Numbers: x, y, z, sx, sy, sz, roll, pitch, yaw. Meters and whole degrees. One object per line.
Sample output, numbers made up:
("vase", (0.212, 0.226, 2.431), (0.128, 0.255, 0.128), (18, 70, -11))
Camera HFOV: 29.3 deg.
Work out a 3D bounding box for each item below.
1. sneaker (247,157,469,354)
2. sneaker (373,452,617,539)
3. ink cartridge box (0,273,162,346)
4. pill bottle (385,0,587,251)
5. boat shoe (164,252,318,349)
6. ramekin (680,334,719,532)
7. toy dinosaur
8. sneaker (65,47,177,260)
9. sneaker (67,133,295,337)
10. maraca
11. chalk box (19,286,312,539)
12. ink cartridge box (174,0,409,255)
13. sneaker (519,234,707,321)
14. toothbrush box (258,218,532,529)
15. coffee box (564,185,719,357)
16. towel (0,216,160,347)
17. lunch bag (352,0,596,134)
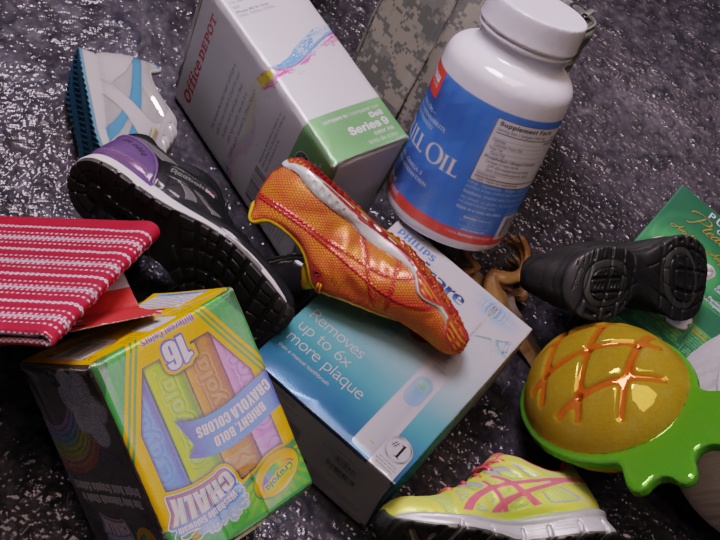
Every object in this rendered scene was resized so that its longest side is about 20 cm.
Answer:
("sneaker", (0.000, 0.000, 1.061), (0.200, 0.077, 0.073), (41, 8, 0))
("sneaker", (0.097, 0.185, 1.072), (0.199, 0.078, 0.091), (5, 49, -25))
("ink cartridge box", (-0.243, 0.019, 0.970), (0.160, 0.200, 0.051), (-12, 95, -23))
("pill bottle", (0.104, -0.126, 1.120), (0.111, 0.201, 0.112), (18, 28, -10))
("boat shoe", (-0.105, 0.032, 1.095), (0.199, 0.068, 0.072), (-24, 67, -33))
("ramekin", (0.345, 0.135, 1.147), (0.199, 0.105, 0.202), (12, 67, -29))
("toy dinosaur", (0.119, 0.031, 1.200), (0.200, 0.060, 0.106), (42, 67, -5))
("sneaker", (-0.191, -0.099, 1.145), (0.080, 0.077, 0.201), (1, 61, -26))
("sneaker", (-0.119, -0.037, 1.049), (0.200, 0.076, 0.088), (39, 40, 3))
("maraca", (0.209, 0.108, 1.088), (0.137, 0.107, 0.200), (-40, 36, -13))
("chalk box", (-0.126, 0.128, 0.965), (0.123, 0.124, 0.201), (-30, 105, -34))
("ink cartridge box", (-0.065, -0.133, 1.169), (0.087, 0.146, 0.200), (-25, 69, -32))
("sneaker", (0.220, 0.000, 1.179), (0.199, 0.090, 0.077), (4, 96, -39))
("toothbrush box", (0.018, 0.078, 1.099), (0.146, 0.085, 0.200), (41, 52, 10))
("coffee box", (0.288, 0.021, 1.265), (0.123, 0.044, 0.200), (39, 54, 8))
("towel", (-0.233, 0.005, 0.940), (0.143, 0.023, 0.200), (2, 22, 12))
("lunch bag", (0.098, -0.184, 1.227), (0.167, 0.201, 0.139), (39, 31, 15))
